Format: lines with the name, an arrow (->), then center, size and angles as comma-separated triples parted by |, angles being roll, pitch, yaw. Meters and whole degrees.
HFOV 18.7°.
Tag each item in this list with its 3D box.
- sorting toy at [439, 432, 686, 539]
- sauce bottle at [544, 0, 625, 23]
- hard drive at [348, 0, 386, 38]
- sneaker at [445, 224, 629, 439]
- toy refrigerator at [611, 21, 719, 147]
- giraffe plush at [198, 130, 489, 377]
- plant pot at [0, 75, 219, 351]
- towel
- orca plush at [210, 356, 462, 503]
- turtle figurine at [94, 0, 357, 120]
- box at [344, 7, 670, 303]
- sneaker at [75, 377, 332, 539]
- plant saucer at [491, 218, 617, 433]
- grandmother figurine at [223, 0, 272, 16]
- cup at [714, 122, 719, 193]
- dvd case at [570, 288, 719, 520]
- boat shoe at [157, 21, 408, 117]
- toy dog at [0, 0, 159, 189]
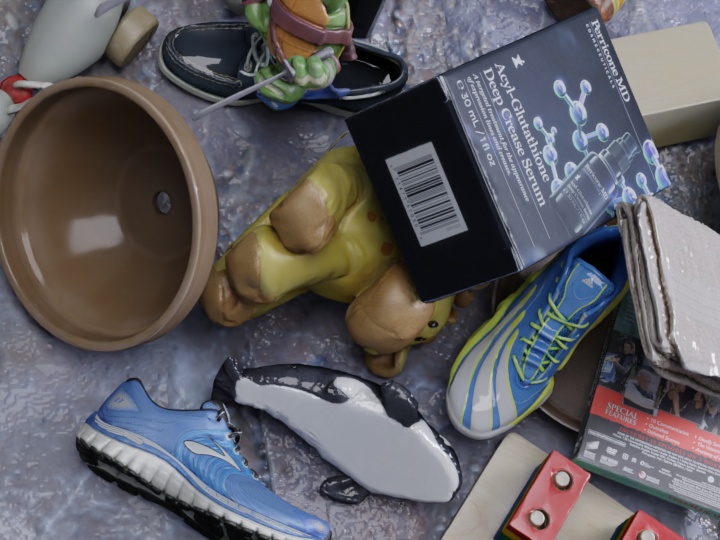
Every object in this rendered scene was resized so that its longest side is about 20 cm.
sorting toy -> 0.148, 0.246, 1.614 | 0.199, 0.070, 0.199 | 34, 66, 2
sauce bottle -> 0.230, -0.286, 1.838 | 0.066, 0.066, 0.200 | 37, 68, 4
hard drive -> 0.012, -0.291, 1.719 | 0.033, 0.200, 0.141 | 2, 69, -11
sneaker -> 0.137, 0.035, 1.637 | 0.076, 0.105, 0.200 | 37, 72, 9
toy refrigerator -> 0.197, -0.137, 1.773 | 0.198, 0.070, 0.076 | -13, 65, -17
giraffe plush -> 0.000, 0.000, 1.640 | 0.162, 0.172, 0.200 | 46, 49, -4
plant pot -> -0.171, -0.045, 1.619 | 0.092, 0.201, 0.202 | -12, 68, -55
towel -> 0.255, 0.026, 1.621 | 0.199, 0.034, 0.134 | 20, 57, -53
orca plush -> -0.015, 0.113, 1.649 | 0.198, 0.071, 0.106 | 11, 112, 3
turtle figurine -> -0.061, -0.204, 1.599 | 0.199, 0.195, 0.144 | 17, 25, -24
box -> 0.111, -0.086, 1.602 | 0.199, 0.107, 0.149 | -28, 96, -45
sneaker -> -0.105, 0.142, 1.595 | 0.199, 0.079, 0.090 | 31, 69, 1
plant saucer -> 0.196, 0.042, 1.723 | 0.198, 0.032, 0.202 | 5, 68, -11
grandmother figurine -> -0.133, -0.280, 1.763 | 0.121, 0.061, 0.200 | -39, 79, -13
cup -> 0.398, -0.076, 1.711 | 0.199, 0.143, 0.202 | 21, 56, -34
dvd case -> 0.255, 0.083, 1.693 | 0.145, 0.022, 0.201 | 20, 68, -4
boat shoe -> -0.060, -0.164, 1.730 | 0.198, 0.062, 0.075 | 14, 70, -6
toy dog -> -0.236, -0.172, 1.677 | 0.131, 0.096, 0.201 | 22, 66, -3
